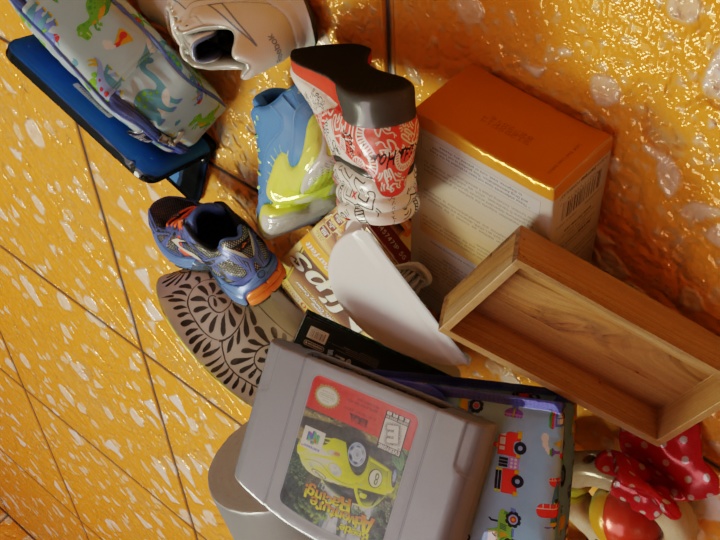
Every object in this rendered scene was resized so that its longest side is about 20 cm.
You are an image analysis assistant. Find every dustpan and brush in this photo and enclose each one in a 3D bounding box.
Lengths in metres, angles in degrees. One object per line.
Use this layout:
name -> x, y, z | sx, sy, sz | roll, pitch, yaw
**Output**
dustpan and brush -> 0.011, 0.015, 0.926 | 0.140, 0.057, 0.200 | 52, 152, -14

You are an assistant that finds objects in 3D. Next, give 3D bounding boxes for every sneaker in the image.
sneaker -> -0.128, -0.212, 0.941 | 0.199, 0.087, 0.075 | 22, 143, 40
sneaker -> -0.147, -0.039, 1.102 | 0.199, 0.075, 0.079 | 25, 149, 43
sneaker -> -0.060, -0.103, 1.010 | 0.106, 0.075, 0.200 | 65, 152, 9
sneaker -> -0.007, -0.101, 0.838 | 0.201, 0.067, 0.109 | -128, 31, -63

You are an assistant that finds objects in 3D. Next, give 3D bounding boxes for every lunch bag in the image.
lunch bag -> -0.220, -0.198, 1.035 | 0.200, 0.082, 0.161 | 45, -176, 8
lunch bag -> 0.062, 0.161, 0.888 | 0.198, 0.094, 0.152 | 5, 92, 19

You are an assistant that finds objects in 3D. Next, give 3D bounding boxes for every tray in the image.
tray -> 0.166, 0.050, 0.800 | 0.199, 0.037, 0.099 | 28, 138, -14

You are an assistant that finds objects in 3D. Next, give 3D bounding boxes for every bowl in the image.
bowl -> -0.106, 0.047, 1.167 | 0.201, 0.094, 0.201 | 43, -169, -10

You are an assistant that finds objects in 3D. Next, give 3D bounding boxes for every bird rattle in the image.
bird rattle -> 0.222, 0.186, 0.960 | 0.199, 0.113, 0.163 | -13, 127, 43

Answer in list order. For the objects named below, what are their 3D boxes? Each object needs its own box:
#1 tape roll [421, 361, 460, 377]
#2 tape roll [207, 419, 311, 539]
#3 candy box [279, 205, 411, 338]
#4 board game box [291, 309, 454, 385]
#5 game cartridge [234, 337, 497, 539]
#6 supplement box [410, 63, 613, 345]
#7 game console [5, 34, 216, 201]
tape roll -> -0.005, 0.130, 1.052 | 0.071, 0.202, 0.202 | 52, 150, -5
tape roll -> -0.064, 0.216, 1.232 | 0.199, 0.200, 0.067 | 10, 132, 47
candy box -> 0.000, 0.000, 1.043 | 0.116, 0.055, 0.200 | 51, 150, -1
board game box -> 0.017, 0.135, 0.939 | 0.199, 0.136, 0.028 | 25, -174, -3
game cartridge -> -0.003, 0.145, 0.864 | 0.199, 0.041, 0.134 | 18, 100, 28
supplement box -> 0.106, -0.035, 0.843 | 0.126, 0.073, 0.201 | 34, 147, 27
game console -> -0.257, -0.145, 1.157 | 0.200, 0.171, 0.119 | 41, 123, 6
